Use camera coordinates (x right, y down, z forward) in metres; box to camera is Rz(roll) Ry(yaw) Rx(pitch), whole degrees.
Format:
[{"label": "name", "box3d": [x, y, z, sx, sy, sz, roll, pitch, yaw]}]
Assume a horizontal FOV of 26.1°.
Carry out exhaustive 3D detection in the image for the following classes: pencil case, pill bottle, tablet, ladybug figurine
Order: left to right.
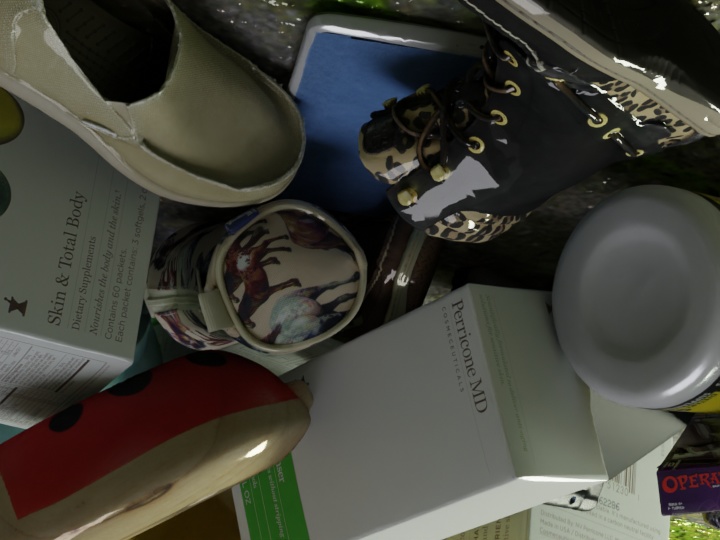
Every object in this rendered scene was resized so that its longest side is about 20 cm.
[{"label": "ladybug figurine", "box3d": [-0.119, 0.098, 0.804, 0.200, 0.072, 0.136, -25, 174, -10]}, {"label": "pencil case", "box3d": [-0.067, 0.006, 0.866, 0.089, 0.078, 0.200, -7, 180, -19]}, {"label": "tablet", "box3d": [0.022, -0.072, 0.809, 0.130, 0.014, 0.200, 9, 158, -8]}, {"label": "pill bottle", "box3d": [0.205, 0.022, 0.833, 0.200, 0.113, 0.112, 8, 162, -43]}]

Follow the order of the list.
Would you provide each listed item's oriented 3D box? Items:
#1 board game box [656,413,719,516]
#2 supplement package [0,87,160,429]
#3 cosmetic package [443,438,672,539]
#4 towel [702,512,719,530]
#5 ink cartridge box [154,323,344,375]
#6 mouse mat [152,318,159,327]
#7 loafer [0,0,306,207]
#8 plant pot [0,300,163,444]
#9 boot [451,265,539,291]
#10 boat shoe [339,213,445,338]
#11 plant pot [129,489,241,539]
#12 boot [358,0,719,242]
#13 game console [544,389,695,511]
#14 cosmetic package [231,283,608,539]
[{"label": "board game box", "box3d": [0.238, 0.095, 0.863, 0.120, 0.032, 0.200, -4, -175, 19]}, {"label": "supplement package", "box3d": [-0.222, -0.024, 0.801, 0.199, 0.152, 0.151, 16, 155, -22]}, {"label": "cosmetic package", "box3d": [0.113, 0.190, 1.208, 0.167, 0.167, 0.200, 24, 153, -36]}, {"label": "towel", "box3d": [0.277, 0.105, 0.963, 0.143, 0.023, 0.200, -12, -165, 11]}, {"label": "ink cartridge box", "box3d": [-0.036, 0.063, 1.078, 0.162, 0.057, 0.200, 22, 150, -31]}, {"label": "mouse mat", "box3d": [-0.100, 0.066, 1.173, 0.160, 0.008, 0.200, -2, 156, 17]}, {"label": "loafer", "box3d": [-0.097, -0.086, 0.718, 0.200, 0.076, 0.068, 25, 162, -36]}, {"label": "plant pot", "box3d": [-0.207, 0.056, 0.975, 0.200, 0.201, 0.134, 14, 130, -19]}, {"label": "boot", "box3d": [0.150, 0.031, 0.968, 0.131, 0.070, 0.200, -11, 163, 30]}, {"label": "boat shoe", "box3d": [-0.002, 0.006, 0.906, 0.075, 0.075, 0.202, 21, 164, -1]}, {"label": "plant pot", "box3d": [-0.056, 0.163, 1.043, 0.199, 0.142, 0.201, 0, 113, -1]}, {"label": "boot", "box3d": [0.058, -0.081, 0.676, 0.150, 0.073, 0.200, -29, 148, 36]}, {"label": "game console", "box3d": [0.096, 0.081, 0.979, 0.176, 0.117, 0.200, 26, -175, 40]}, {"label": "cosmetic package", "box3d": [0.023, 0.092, 0.844, 0.085, 0.108, 0.200, 7, 152, -45]}]
